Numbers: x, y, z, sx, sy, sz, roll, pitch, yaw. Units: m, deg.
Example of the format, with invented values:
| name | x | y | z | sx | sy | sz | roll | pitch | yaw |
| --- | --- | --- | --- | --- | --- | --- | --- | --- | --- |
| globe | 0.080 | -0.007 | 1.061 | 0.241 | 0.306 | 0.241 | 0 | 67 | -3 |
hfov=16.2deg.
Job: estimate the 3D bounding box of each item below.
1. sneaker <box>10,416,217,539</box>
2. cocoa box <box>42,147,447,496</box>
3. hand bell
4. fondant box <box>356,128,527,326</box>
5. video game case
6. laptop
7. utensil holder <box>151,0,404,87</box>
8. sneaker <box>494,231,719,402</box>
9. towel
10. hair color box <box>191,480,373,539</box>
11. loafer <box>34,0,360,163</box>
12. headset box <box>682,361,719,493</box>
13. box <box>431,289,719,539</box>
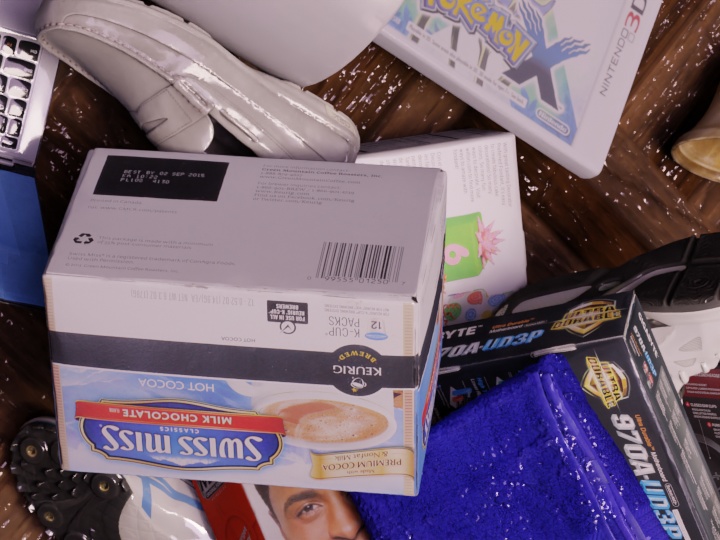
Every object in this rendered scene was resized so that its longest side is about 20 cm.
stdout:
| name | x | y | z | sx | sy | sz | roll | pitch | yaw |
| --- | --- | --- | --- | --- | --- | --- | --- | --- | --- |
| sneaker | -0.115 | 0.143 | 1.472 | 0.200 | 0.073 | 0.072 | 32 | 119 | -13 |
| cocoa box | -0.058 | 0.027 | 1.358 | 0.199 | 0.134 | 0.132 | 4 | 124 | 6 |
| hand bell | 0.265 | -0.161 | 1.609 | 0.104 | 0.104 | 0.201 | 18 | 76 | -25 |
| fondant box | 0.000 | 0.000 | 1.507 | 0.199 | 0.058 | 0.145 | -9 | 99 | -23 |
| video game case | 0.095 | -0.182 | 1.527 | 0.200 | 0.022 | 0.183 | 31 | 68 | -24 |
| laptop | -0.240 | -0.099 | 1.354 | 0.186 | 0.116 | 0.201 | 14 | 90 | -26 |
| utensil holder | -0.074 | -0.217 | 1.390 | 0.200 | 0.170 | 0.170 | 33 | 82 | -25 |
| sneaker | 0.186 | 0.050 | 1.483 | 0.116 | 0.200 | 0.076 | 63 | 33 | -23 |
| towel | 0.095 | 0.161 | 1.372 | 0.147 | 0.050 | 0.201 | -31 | 78 | 5 |
| hair color box | -0.010 | 0.176 | 1.424 | 0.101 | 0.061 | 0.201 | -17 | 73 | -29 |
| loafer | -0.093 | -0.090 | 1.401 | 0.199 | 0.070 | 0.070 | 27 | 69 | -16 |
| headset box | 0.231 | 0.115 | 1.570 | 0.077 | 0.149 | 0.201 | -26 | 105 | -34 |
| box | 0.117 | 0.115 | 1.477 | 0.201 | 0.158 | 0.046 | 64 | 29 | -28 |
